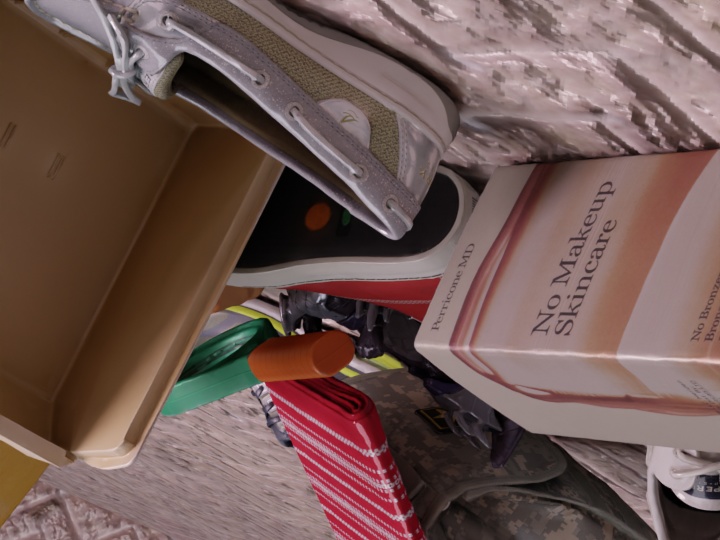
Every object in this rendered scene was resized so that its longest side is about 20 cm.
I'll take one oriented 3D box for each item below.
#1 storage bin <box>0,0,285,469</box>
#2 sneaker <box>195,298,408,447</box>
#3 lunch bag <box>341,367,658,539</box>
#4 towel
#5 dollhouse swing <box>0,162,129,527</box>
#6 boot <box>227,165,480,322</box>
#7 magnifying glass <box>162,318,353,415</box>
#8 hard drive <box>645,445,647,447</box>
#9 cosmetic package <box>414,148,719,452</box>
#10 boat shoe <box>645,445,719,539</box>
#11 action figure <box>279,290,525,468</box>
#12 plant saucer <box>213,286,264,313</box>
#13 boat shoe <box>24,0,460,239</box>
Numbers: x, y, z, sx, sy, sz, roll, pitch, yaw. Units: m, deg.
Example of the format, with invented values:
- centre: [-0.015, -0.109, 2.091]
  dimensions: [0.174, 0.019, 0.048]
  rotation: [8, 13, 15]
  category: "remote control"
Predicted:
- centre: [-0.164, -0.034, 0.893]
  dimensions: [0.200, 0.200, 0.093]
  rotation: [34, 165, -34]
  category: "storage bin"
- centre: [-0.054, 0.074, 1.301]
  dimensions: [0.199, 0.081, 0.074]
  rotation: [20, 164, 16]
  category: "sneaker"
- centre: [0.076, 0.144, 1.204]
  dimensions: [0.200, 0.118, 0.164]
  rotation: [33, -176, -35]
  category: "lunch bag"
- centre: [0.008, 0.143, 1.123]
  dimensions: [0.144, 0.022, 0.201]
  rotation: [26, 142, 62]
  category: "towel"
- centre: [-0.224, 0.009, 1.015]
  dimensions: [0.200, 0.176, 0.182]
  rotation: [39, -169, -32]
  category: "dollhouse swing"
- centre: [0.000, 0.000, 0.990]
  dimensions: [0.199, 0.073, 0.144]
  rotation: [5, 159, 33]
  category: "boot"
- centre: [-0.058, 0.051, 1.041]
  dimensions: [0.022, 0.079, 0.200]
  rotation: [59, 154, -8]
  category: "magnifying glass"
- centre: [0.211, 0.096, 1.084]
  dimensions: [0.199, 0.026, 0.132]
  rotation: [32, 163, -26]
  category: "hard drive"
- centre: [0.126, 0.013, 0.793]
  dimensions: [0.087, 0.104, 0.199]
  rotation: [34, 160, -29]
  category: "cosmetic package"
- centre: [0.177, 0.089, 0.965]
  dimensions: [0.071, 0.066, 0.201]
  rotation: [11, 147, 5]
  category: "boat shoe"
- centre: [0.010, 0.031, 1.093]
  dimensions: [0.199, 0.070, 0.130]
  rotation: [34, 174, -16]
  category: "action figure"
- centre: [-0.154, -0.023, 1.214]
  dimensions: [0.199, 0.038, 0.200]
  rotation: [23, 165, 6]
  category: "plant saucer"
- centre: [-0.057, -0.083, 0.816]
  dimensions: [0.201, 0.065, 0.074]
  rotation: [26, 164, -6]
  category: "boat shoe"
